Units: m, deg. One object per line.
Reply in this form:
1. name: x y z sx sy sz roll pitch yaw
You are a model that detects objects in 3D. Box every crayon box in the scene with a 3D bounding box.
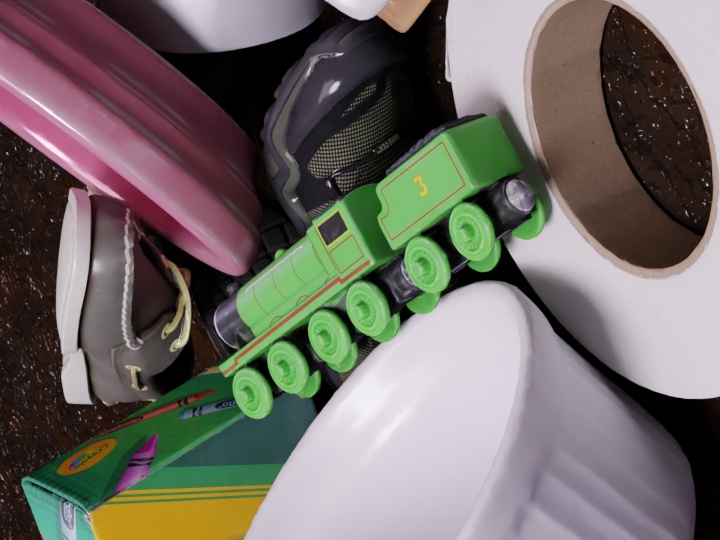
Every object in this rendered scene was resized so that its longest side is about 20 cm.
1. crayon box: -0.059 0.152 1.154 0.058 0.119 0.201 18 132 51

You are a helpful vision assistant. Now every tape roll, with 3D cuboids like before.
1. tape roll: 0.103 -0.053 0.940 0.203 0.037 0.203 40 141 42

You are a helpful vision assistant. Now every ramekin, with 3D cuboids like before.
1. ramekin: 0.037 0.114 1.005 0.098 0.201 0.200 35 157 -18

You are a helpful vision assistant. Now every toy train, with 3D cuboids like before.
1. toy train: 0.000 0.000 1.033 0.200 0.042 0.057 -36 79 48

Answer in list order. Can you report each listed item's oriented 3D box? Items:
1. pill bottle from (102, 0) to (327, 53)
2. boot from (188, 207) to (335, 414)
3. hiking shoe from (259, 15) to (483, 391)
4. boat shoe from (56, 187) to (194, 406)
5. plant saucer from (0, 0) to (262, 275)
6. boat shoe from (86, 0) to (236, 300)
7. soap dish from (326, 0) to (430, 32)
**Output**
1. pill bottle: -0.068 -0.197 1.055 0.113 0.113 0.201 30 134 49
2. boot: -0.029 0.079 1.231 0.200 0.068 0.131 58 155 21
3. hiking shoe: 0.017 -0.016 1.093 0.101 0.076 0.200 33 144 30
4. boat shoe: -0.104 0.015 1.181 0.202 0.060 0.072 102 173 -72
5. plant saucer: -0.117 -0.074 1.099 0.200 0.051 0.201 35 175 4
6. boat shoe: -0.105 -0.076 1.243 0.072 0.076 0.201 41 139 44
7. soap dish: 0.006 -0.197 0.899 0.157 0.081 0.200 40 138 1
